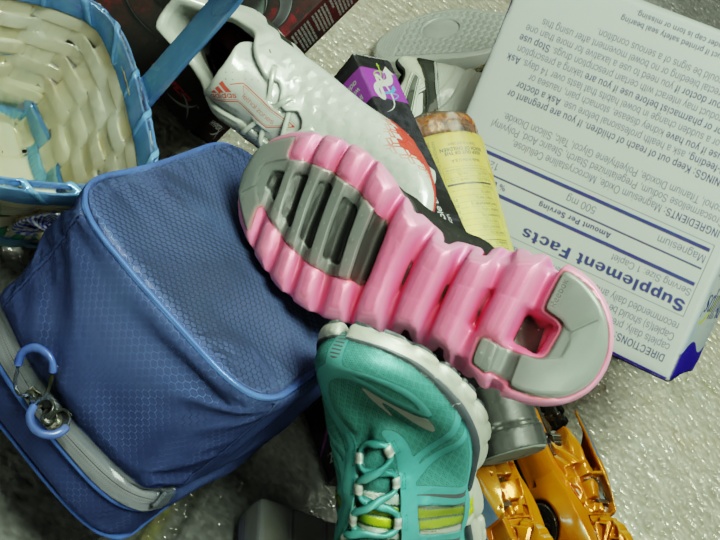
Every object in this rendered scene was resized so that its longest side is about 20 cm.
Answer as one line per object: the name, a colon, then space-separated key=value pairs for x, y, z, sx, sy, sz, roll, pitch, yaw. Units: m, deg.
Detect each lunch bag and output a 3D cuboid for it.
lunch bag: x=-0.097 y=0.038 z=0.674 sx=0.136 sy=0.132 sz=0.200 roll=49 pitch=26 yaw=7

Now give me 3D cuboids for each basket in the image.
basket: x=-0.168 y=-0.097 z=0.680 sx=0.175 sy=0.200 sz=0.140 roll=0 pitch=54 yaw=-40

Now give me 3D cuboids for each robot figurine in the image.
robot figurine: x=0.091 y=0.097 z=0.849 sx=0.144 sy=0.058 sz=0.202 roll=7 pitch=51 yaw=-41

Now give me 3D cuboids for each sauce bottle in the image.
sauce bottle: x=0.061 y=0.010 z=0.797 sx=0.065 sy=0.066 sz=0.203 roll=0 pitch=71 yaw=-41

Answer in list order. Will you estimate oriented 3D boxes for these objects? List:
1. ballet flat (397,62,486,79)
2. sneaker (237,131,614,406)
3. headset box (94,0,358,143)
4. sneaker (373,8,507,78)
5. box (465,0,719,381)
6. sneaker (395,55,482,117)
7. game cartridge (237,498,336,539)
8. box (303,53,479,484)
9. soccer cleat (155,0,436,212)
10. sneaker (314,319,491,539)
ballet flat: x=0.065 y=-0.109 z=0.991 sx=0.197 sy=0.071 sz=0.071 roll=-18 pitch=62 yaw=-10
sneaker: x=0.030 y=0.003 z=0.666 sx=0.199 sy=0.080 sz=0.095 roll=32 pitch=3 yaw=14
headset box: x=-0.078 y=-0.203 z=0.860 sx=0.149 sy=0.200 sz=0.077 roll=47 pitch=3 yaw=4
sneaker: x=0.110 y=-0.139 z=1.075 sx=0.197 sy=0.119 sz=0.074 roll=-4 pitch=40 yaw=0
box: x=0.158 y=-0.061 z=0.865 sx=0.182 sy=0.202 sz=0.105 roll=26 pitch=7 yaw=19
sneaker: x=0.016 y=-0.057 z=0.905 sx=0.087 sy=0.076 sz=0.201 roll=24 pitch=60 yaw=16
game cartridge: x=-0.010 y=0.219 z=0.671 sx=0.128 sy=0.038 sz=0.202 roll=21 pitch=44 yaw=-21
box: x=0.000 y=0.000 z=0.788 sx=0.036 sy=0.143 sz=0.202 roll=4 pitch=53 yaw=-42
soccer cleat: x=-0.038 y=-0.082 z=0.740 sx=0.200 sy=0.069 sz=0.085 roll=48 pitch=18 yaw=31
sneaker: x=0.018 y=0.107 z=0.643 sx=0.077 sy=0.202 sz=0.080 roll=9 pitch=44 yaw=28
